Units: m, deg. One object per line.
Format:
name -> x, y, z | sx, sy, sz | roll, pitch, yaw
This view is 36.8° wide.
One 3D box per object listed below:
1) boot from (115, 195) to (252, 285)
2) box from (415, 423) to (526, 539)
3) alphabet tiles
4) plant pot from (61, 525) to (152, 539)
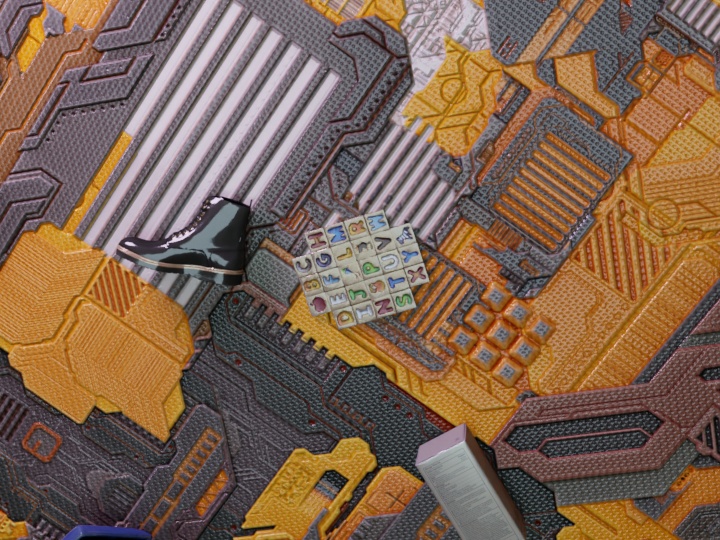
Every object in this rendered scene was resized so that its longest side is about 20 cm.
boot -> -0.272, -0.065, 1.698 | 0.200, 0.077, 0.138 | 11, 101, -9
box -> 0.178, 0.358, 1.736 | 0.095, 0.078, 0.200 | -28, 99, 13
alphabet tiles -> 0.000, 0.000, 1.707 | 0.200, 0.006, 0.167 | -17, 102, 11
plant pot -> -0.430, 0.533, 1.783 | 0.200, 0.200, 0.180 | -43, 57, 15
